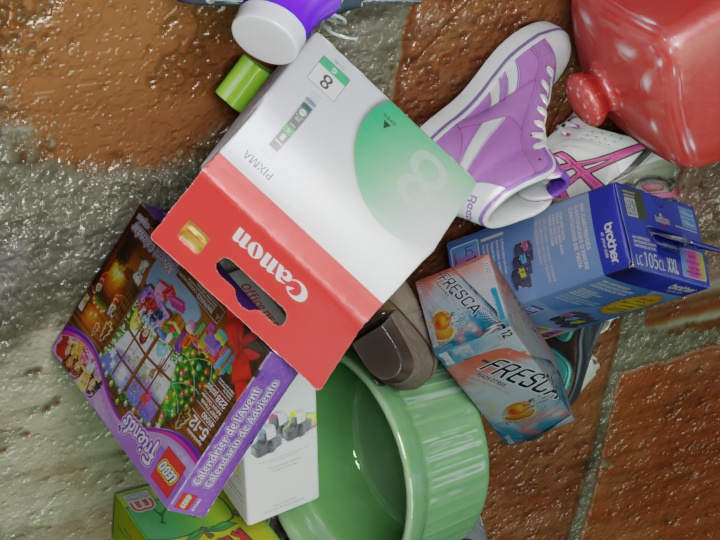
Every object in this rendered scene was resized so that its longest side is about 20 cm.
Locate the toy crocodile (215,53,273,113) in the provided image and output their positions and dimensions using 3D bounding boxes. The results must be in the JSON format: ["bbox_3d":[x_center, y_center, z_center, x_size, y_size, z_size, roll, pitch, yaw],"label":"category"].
[{"bbox_3d":[-0.028,-0.106,1.443,0.200,0.062,0.068,25,106,-39],"label":"toy crocodile"}]

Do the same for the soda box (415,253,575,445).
[{"bbox_3d":[0.108,0.066,1.515,0.063,0.069,0.200,-21,149,11],"label":"soda box"}]

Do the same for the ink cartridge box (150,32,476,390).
[{"bbox_3d":[-0.028,-0.044,1.323,0.161,0.050,0.200,43,51,-11],"label":"ink cartridge box"}]

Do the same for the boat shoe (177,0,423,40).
[{"bbox_3d":[-0.036,-0.203,1.346,0.199,0.075,0.062,0,120,-34],"label":"boat shoe"}]

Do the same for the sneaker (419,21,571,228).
[{"bbox_3d":[0.128,-0.104,1.482,0.201,0.114,0.073,-48,153,-27],"label":"sneaker"}]

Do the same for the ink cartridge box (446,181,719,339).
[{"bbox_3d":[0.189,-0.009,1.564,0.200,0.077,0.136,-22,160,34],"label":"ink cartridge box"}]

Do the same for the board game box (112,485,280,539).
[{"bbox_3d":[-0.110,0.243,1.535,0.101,0.200,0.048,-12,128,-29],"label":"board game box"}]

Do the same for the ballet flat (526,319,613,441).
[{"bbox_3d":[0.190,0.065,1.715,0.073,0.073,0.201,-3,121,-34],"label":"ballet flat"}]

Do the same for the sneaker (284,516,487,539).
[{"bbox_3d":[0.036,0.256,1.701,0.199,0.116,0.075,-13,161,-28],"label":"sneaker"}]

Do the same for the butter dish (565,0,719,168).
[{"bbox_3d":[0.224,-0.160,1.475,0.148,0.200,0.200,-29,134,-13],"label":"butter dish"}]

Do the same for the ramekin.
[{"bbox_3d":[0.013,0.149,1.564,0.097,0.200,0.201,-13,128,-37],"label":"ramekin"}]

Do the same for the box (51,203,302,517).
[{"bbox_3d":[-0.135,0.061,1.382,0.039,0.200,0.137,19,109,-44],"label":"box"}]

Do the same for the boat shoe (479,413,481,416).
[{"bbox_3d":[0.069,0.111,1.666,0.074,0.062,0.200,9,117,-41],"label":"boat shoe"}]

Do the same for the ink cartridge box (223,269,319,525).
[{"bbox_3d":[-0.087,0.080,1.492,0.068,0.115,0.201,-18,130,-23],"label":"ink cartridge box"}]

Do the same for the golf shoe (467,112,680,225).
[{"bbox_3d":[0.165,-0.083,1.598,0.199,0.073,0.092,-6,83,-18],"label":"golf shoe"}]

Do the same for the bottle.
[{"bbox_3d":[-0.024,-0.225,1.270,0.065,0.083,0.200,105,8,-61],"label":"bottle"}]

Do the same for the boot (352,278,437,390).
[{"bbox_3d":[0.000,0.000,1.451,0.070,0.146,0.201,-20,95,10],"label":"boot"}]
